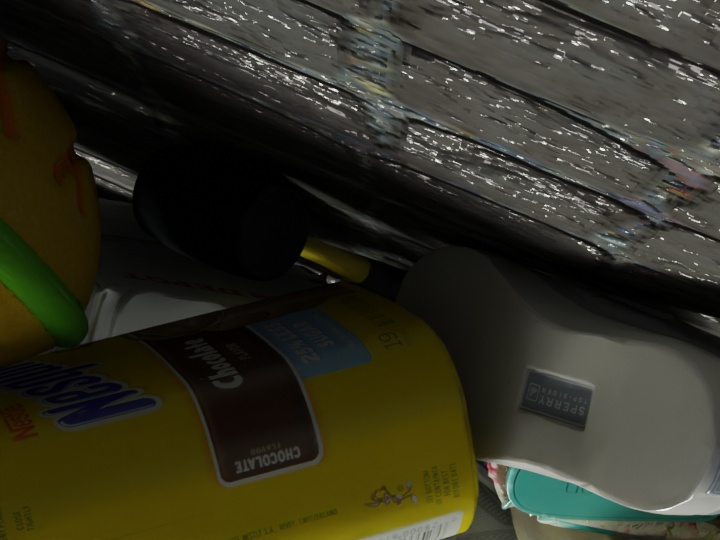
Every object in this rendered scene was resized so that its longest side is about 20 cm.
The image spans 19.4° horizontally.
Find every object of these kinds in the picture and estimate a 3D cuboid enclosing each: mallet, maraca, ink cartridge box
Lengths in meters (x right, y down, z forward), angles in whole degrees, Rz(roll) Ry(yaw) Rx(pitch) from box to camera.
[{"bbox_3d":[0.000,0.000,0.838,0.200,0.041,0.066,23,179,-43],"label":"mallet"},{"bbox_3d":[-0.157,-0.042,0.655,0.137,0.107,0.200,24,161,49],"label":"maraca"},{"bbox_3d":[-0.090,0.029,0.909,0.145,0.084,0.200,10,-170,-30],"label":"ink cartridge box"}]

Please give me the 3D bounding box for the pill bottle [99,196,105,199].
[{"bbox_3d":[-0.183,0.005,1.177,0.199,0.113,0.112,20,173,32],"label":"pill bottle"}]

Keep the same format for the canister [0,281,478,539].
[{"bbox_3d":[-0.076,0.068,0.723,0.199,0.087,0.148,-14,-167,-17],"label":"canister"}]

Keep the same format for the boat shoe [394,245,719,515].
[{"bbox_3d":[0.081,0.037,0.716,0.068,0.072,0.200,12,179,-32],"label":"boat shoe"}]

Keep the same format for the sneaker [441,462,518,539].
[{"bbox_3d":[0.046,0.125,0.857,0.200,0.074,0.079,22,-153,-33],"label":"sneaker"}]

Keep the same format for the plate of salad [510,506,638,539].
[{"bbox_3d":[0.152,0.122,0.843,0.199,0.048,0.200,13,-149,-8],"label":"plate of salad"}]

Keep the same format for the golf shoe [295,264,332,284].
[{"bbox_3d":[-0.017,0.098,1.054,0.077,0.088,0.201,-6,-115,-56],"label":"golf shoe"}]

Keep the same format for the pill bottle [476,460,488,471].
[{"bbox_3d":[0.078,0.090,0.974,0.199,0.107,0.106,24,174,-10],"label":"pill bottle"}]

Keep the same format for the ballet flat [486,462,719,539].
[{"bbox_3d":[0.143,0.073,0.797,0.199,0.076,0.064,15,-147,-8],"label":"ballet flat"}]
